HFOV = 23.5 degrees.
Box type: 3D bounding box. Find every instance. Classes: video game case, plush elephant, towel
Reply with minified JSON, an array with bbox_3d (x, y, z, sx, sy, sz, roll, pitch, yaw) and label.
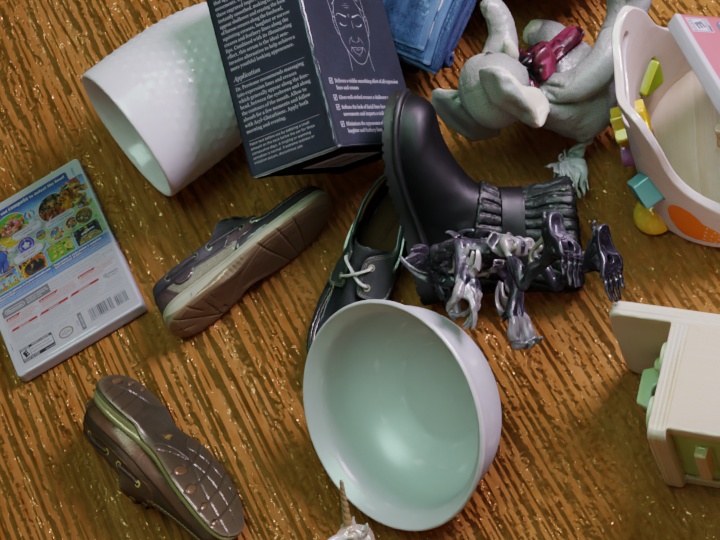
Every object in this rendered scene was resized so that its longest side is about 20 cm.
[{"bbox_3d":[-0.310,-0.003,1.740,0.143,0.018,0.201,-30,58,2],"label":"video game case"},{"bbox_3d":[0.152,-0.180,1.584,0.164,0.154,0.202,-9,69,58],"label":"plush elephant"},{"bbox_3d":[0.018,-0.276,1.693,0.199,0.048,0.112,27,102,30],"label":"towel"},{"bbox_3d":[0.376,-0.164,1.516,0.199,0.017,0.144,-1,52,-32],"label":"video game case"}]

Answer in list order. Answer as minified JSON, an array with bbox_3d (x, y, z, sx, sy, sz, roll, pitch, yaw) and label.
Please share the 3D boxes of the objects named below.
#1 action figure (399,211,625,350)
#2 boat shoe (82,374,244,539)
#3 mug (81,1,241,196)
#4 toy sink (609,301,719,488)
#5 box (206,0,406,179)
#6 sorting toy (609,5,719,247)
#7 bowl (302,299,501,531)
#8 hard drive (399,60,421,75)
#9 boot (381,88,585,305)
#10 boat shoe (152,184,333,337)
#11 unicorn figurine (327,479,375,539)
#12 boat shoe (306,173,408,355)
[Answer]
[{"bbox_3d":[0.115,0.011,1.451,0.199,0.118,0.103,-11,74,46],"label":"action figure"},{"bbox_3d":[-0.182,0.184,1.578,0.200,0.072,0.068,45,116,23],"label":"boat shoe"},{"bbox_3d":[-0.173,-0.190,1.731,0.175,0.148,0.200,-38,28,-13],"label":"mug"},{"bbox_3d":[0.296,0.113,1.410,0.198,0.131,0.113,9,67,21],"label":"toy sink"},{"bbox_3d":[-0.046,-0.197,1.621,0.106,0.148,0.202,-17,85,32],"label":"box"},{"bbox_3d":[0.261,-0.137,1.516,0.106,0.180,0.201,-12,60,22],"label":"sorting toy"},{"bbox_3d":[0.052,0.115,1.491,0.200,0.090,0.203,14,111,39],"label":"bowl"},{"bbox_3d":[0.008,-0.293,1.775,0.199,0.033,0.140,25,74,27],"label":"hard drive"},{"bbox_3d":[0.113,-0.072,1.550,0.157,0.213,0.080,-9,21,18],"label":"boot"},{"bbox_3d":[-0.116,-0.021,1.654,0.200,0.072,0.065,-41,63,2],"label":"boat shoe"},{"bbox_3d":[-0.011,0.303,1.456,0.137,0.074,0.200,-35,72,-12],"label":"unicorn figurine"},{"bbox_3d":[0.000,0.000,1.607,0.071,0.068,0.201,20,73,25],"label":"boat shoe"}]
